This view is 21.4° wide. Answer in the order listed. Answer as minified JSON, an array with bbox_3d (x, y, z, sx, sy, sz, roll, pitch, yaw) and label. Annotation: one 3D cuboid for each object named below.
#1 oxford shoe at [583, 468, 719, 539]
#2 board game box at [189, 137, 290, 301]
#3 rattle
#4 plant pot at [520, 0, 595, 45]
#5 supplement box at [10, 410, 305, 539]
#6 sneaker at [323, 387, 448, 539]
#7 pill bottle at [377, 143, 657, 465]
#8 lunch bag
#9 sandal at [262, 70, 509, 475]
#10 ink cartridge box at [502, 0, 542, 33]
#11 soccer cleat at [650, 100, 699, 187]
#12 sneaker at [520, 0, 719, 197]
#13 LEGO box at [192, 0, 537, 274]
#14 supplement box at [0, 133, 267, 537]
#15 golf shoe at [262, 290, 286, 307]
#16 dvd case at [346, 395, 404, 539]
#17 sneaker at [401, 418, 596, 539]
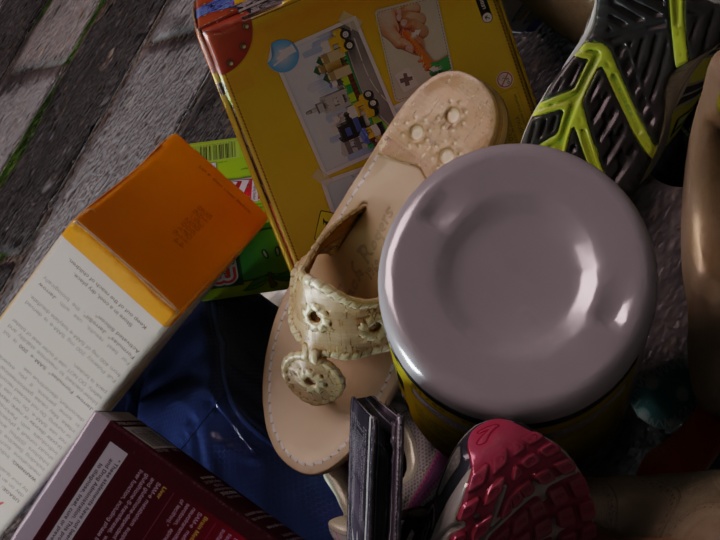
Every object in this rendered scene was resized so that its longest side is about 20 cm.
[{"bbox_3d":[0.130,0.118,0.808,0.074,0.071,0.200,-30,15,-15],"label":"oxford shoe"},{"bbox_3d":[0.002,-0.042,1.096,0.198,0.048,0.102,-8,34,0],"label":"board game box"},{"bbox_3d":[0.199,0.007,0.830,0.130,0.141,0.202,-135,42,-61],"label":"rattle"},{"bbox_3d":[0.165,-0.173,0.963,0.200,0.199,0.135,-42,56,29],"label":"plant pot"},{"bbox_3d":[-0.074,0.169,0.945,0.109,0.199,0.061,-55,-10,1],"label":"supplement box"},{"bbox_3d":[0.028,0.083,0.988,0.081,0.088,0.201,-42,28,29],"label":"sneaker"},{"bbox_3d":[0.069,0.029,0.843,0.115,0.113,0.200,-62,-12,-13],"label":"pill bottle"},{"bbox_3d":[-0.071,0.109,1.086,0.132,0.135,0.200,-48,22,16],"label":"lunch bag"},{"bbox_3d":[-0.004,-0.003,0.912,0.077,0.069,0.213,31,98,26],"label":"sandal"},{"bbox_3d":[0.102,-0.197,1.126,0.120,0.042,0.200,-50,-15,18],"label":"ink cartridge box"},{"bbox_3d":[0.205,-0.073,0.883,0.199,0.067,0.082,-30,48,45],"label":"soccer cleat"},{"bbox_3d":[0.136,-0.115,0.870,0.201,0.075,0.076,-56,-6,17],"label":"sneaker"},{"bbox_3d":[0.017,-0.066,0.988,0.148,0.202,0.077,-20,18,1],"label":"LEGO box"},{"bbox_3d":[-0.149,0.036,1.015,0.200,0.073,0.126,-49,2,30],"label":"supplement box"},{"bbox_3d":[-0.035,0.026,1.221,0.201,0.075,0.092,-52,9,6],"label":"golf shoe"},{"bbox_3d":[0.004,0.131,0.803,0.200,0.016,0.150,142,130,-87],"label":"dvd case"},{"bbox_3d":[0.043,0.121,0.800,0.075,0.080,0.201,56,158,29],"label":"sneaker"}]
